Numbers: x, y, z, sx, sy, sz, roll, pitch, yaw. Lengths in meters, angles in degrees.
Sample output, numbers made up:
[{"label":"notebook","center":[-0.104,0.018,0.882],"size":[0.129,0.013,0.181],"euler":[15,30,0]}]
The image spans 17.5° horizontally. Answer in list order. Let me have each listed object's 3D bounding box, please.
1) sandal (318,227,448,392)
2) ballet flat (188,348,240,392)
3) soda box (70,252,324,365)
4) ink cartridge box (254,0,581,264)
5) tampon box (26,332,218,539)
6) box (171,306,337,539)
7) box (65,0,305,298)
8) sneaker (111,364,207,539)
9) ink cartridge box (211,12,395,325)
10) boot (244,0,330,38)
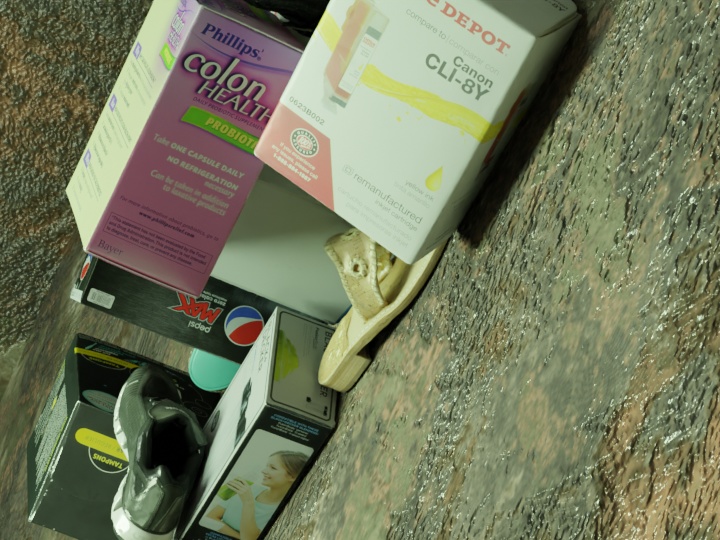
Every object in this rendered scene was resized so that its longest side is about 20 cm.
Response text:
[{"label":"sandal","center":[0.000,0.004,1.746],"size":[0.078,0.069,0.212],"euler":[-87,23,-52]},{"label":"ballet flat","center":[-0.079,0.027,2.053],"size":[0.200,0.068,0.075],"euler":[-53,-2,32]},{"label":"soda box","center":[-0.136,0.032,1.945],"size":[0.063,0.200,0.071],"euler":[-68,14,-3]},{"label":"ink cartridge box","center":[0.037,-0.130,1.613],"size":[0.083,0.145,0.200],"euler":[-35,-22,-58]},{"label":"tampon box","center":[-0.217,0.165,2.161],"size":[0.200,0.150,0.127],"euler":[-116,49,-71]},{"label":"box","center":[-0.084,0.139,1.881],"size":[0.117,0.060,0.200],"euler":[-84,21,-48]},{"label":"box","center":[-0.132,-0.107,1.759],"size":[0.200,0.096,0.176],"euler":[-64,17,10]},{"label":"sneaker","center":[-0.160,0.136,1.923],"size":[0.091,0.066,0.200],"euler":[-56,22,32]},{"label":"ink cartridge box","center":[-0.036,-0.093,1.870],"size":[0.147,0.144,0.200],"euler":[130,157,-52]},{"label":"boot","center":[0.006,-0.198,1.721],"size":[0.211,0.158,0.080],"euler":[10,74,47]}]
